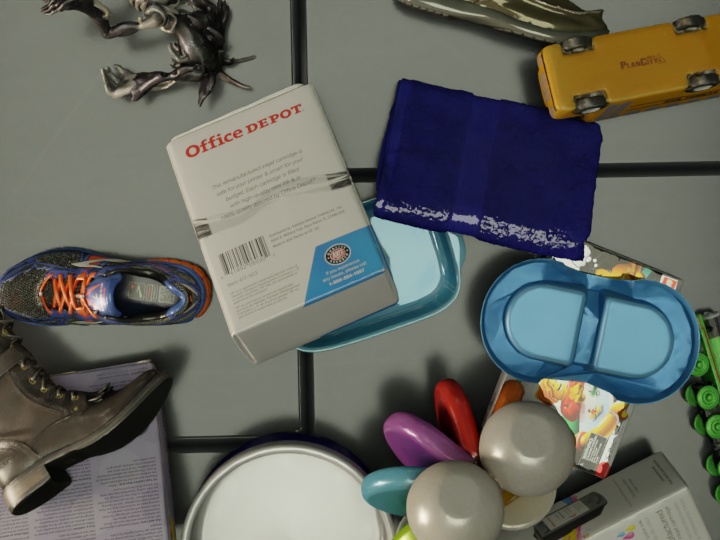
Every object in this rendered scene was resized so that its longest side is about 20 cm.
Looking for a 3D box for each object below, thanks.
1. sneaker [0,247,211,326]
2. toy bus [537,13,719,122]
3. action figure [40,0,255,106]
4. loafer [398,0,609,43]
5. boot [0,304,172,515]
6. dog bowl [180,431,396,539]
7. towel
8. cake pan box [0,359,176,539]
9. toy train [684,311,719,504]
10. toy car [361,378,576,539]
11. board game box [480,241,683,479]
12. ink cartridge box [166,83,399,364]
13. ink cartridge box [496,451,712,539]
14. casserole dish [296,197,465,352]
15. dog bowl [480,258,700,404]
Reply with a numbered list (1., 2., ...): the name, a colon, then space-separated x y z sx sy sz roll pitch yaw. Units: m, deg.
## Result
1. sneaker: -0.238 0.017 1.409 0.198 0.078 0.076 -3 93 0
2. toy bus: 0.257 -0.181 1.387 0.198 0.078 0.066 -12 83 -8
3. action figure: -0.188 -0.219 1.383 0.199 0.101 0.120 33 60 -40
4. loafer: 0.133 -0.252 1.397 0.198 0.075 0.070 14 98 -2
5. boot: -0.287 0.099 1.372 0.199 0.069 0.175 -35 74 -8
6. dog bowl: -0.065 0.254 1.429 0.198 0.079 0.202 0 95 -1
7. towel: 0.115 -0.088 1.401 0.198 0.050 0.149 12 64 0
8. cake pan box: -0.272 0.189 1.402 0.198 0.052 0.186 -10 68 -1
9. toy train: 0.341 0.130 1.448 0.056 0.042 0.202 -18 94 -9
10. toy car: 0.086 0.174 1.352 0.199 0.175 0.150 -37 72 -18
11. board game box: 0.206 0.078 1.443 0.125 0.035 0.202 21 94 -2
12. ink cartridge box: -0.069 -0.042 1.365 0.145 0.086 0.201 -22 64 1
13. ink cartridge box: 0.228 0.283 1.420 0.199 0.086 0.149 -28 109 0
14. casserole dish: 0.000 0.000 1.432 0.198 0.039 0.122 -18 94 0
15. dog bowl: 0.205 0.053 1.399 0.198 0.050 0.113 11 94 -1
